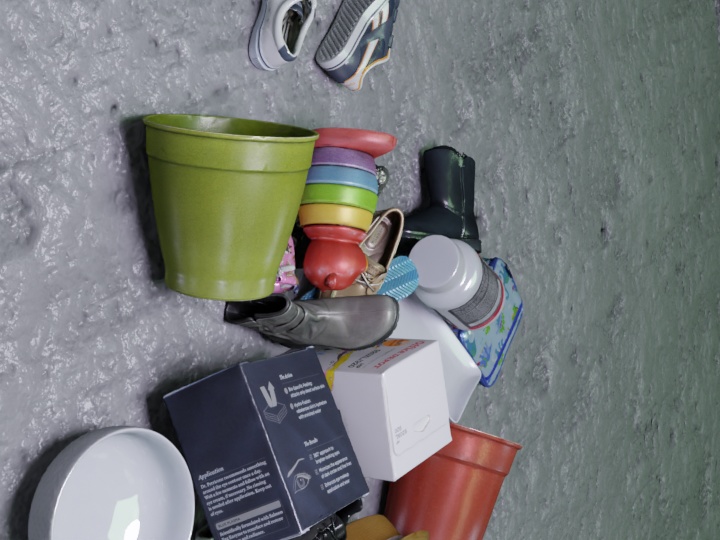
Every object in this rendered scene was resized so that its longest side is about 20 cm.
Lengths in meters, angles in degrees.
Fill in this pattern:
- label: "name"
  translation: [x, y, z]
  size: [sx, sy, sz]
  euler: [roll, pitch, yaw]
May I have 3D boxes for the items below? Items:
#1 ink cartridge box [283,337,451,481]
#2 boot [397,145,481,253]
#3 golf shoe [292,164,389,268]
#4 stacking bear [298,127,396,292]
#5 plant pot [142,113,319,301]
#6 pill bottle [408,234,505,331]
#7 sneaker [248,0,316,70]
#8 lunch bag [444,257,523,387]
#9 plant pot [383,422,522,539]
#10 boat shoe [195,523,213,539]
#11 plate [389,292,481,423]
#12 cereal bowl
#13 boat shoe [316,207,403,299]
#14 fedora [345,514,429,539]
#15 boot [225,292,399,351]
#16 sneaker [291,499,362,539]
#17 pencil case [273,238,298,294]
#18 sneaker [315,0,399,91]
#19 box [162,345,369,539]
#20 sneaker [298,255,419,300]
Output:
- label: "ink cartridge box"
  translation: [-0.003, 0.176, 1.413]
  size: [0.147, 0.199, 0.146]
  euler: [-24, 109, -52]
- label: "boot"
  translation: [0.111, -0.113, 1.681]
  size: [0.199, 0.076, 0.169]
  euler: [5, 75, -40]
- label: "golf shoe"
  translation: [-0.037, -0.069, 1.468]
  size: [0.077, 0.088, 0.200]
  euler: [43, 71, 5]
- label: "stacking bear"
  translation: [-0.028, -0.073, 1.372]
  size: [0.113, 0.121, 0.201]
  euler: [7, 82, -19]
- label: "plant pot"
  translation: [-0.157, -0.072, 1.229]
  size: [0.200, 0.199, 0.194]
  euler: [-11, 112, -54]
- label: "pill bottle"
  translation: [0.143, 0.017, 1.624]
  size: [0.200, 0.110, 0.111]
  euler: [37, 60, -61]
- label: "sneaker"
  translation: [-0.088, -0.357, 1.400]
  size: [0.073, 0.070, 0.201]
  euler: [25, 70, -52]
- label: "lunch bag"
  translation: [0.203, 0.087, 1.806]
  size: [0.201, 0.082, 0.161]
  euler: [-60, 137, -33]
- label: "plant pot"
  translation: [0.126, 0.333, 1.616]
  size: [0.200, 0.200, 0.196]
  euler: [27, 76, -51]
- label: "boat shoe"
  translation: [-0.134, 0.306, 1.348]
  size: [0.200, 0.071, 0.070]
  euler: [-30, 117, -43]
- label: "plate"
  translation: [0.097, 0.121, 1.608]
  size: [0.200, 0.032, 0.200]
  euler: [52, 24, -3]
- label: "cereal bowl"
  translation: [-0.274, 0.263, 1.134]
  size: [0.200, 0.083, 0.202]
  euler: [1, 89, -54]
- label: "boat shoe"
  translation: [0.000, 0.000, 1.436]
  size: [0.071, 0.064, 0.201]
  euler: [30, 68, -19]
- label: "fedora"
  translation: [-0.001, 0.400, 1.480]
  size: [0.200, 0.201, 0.082]
  euler: [7, 41, -54]
- label: "boot"
  translation: [-0.062, 0.059, 1.334]
  size: [0.130, 0.199, 0.068]
  euler: [26, 59, -56]
- label: "sneaker"
  translation: [-0.069, 0.354, 1.416]
  size: [0.200, 0.090, 0.076]
  euler: [-53, 132, -38]
- label: "pencil case"
  translation: [-0.118, -0.070, 1.346]
  size: [0.083, 0.086, 0.201]
  euler: [5, 83, -65]
- label: "sneaker"
  translation: [0.009, -0.348, 1.534]
  size: [0.079, 0.078, 0.201]
  euler: [46, 65, -38]
- label: "box"
  translation: [-0.106, 0.209, 1.258]
  size: [0.196, 0.117, 0.201]
  euler: [-4, 71, -67]
- label: "sneaker"
  translation: [-0.013, 0.041, 1.505]
  size: [0.199, 0.081, 0.077]
  euler: [-21, 91, -31]
